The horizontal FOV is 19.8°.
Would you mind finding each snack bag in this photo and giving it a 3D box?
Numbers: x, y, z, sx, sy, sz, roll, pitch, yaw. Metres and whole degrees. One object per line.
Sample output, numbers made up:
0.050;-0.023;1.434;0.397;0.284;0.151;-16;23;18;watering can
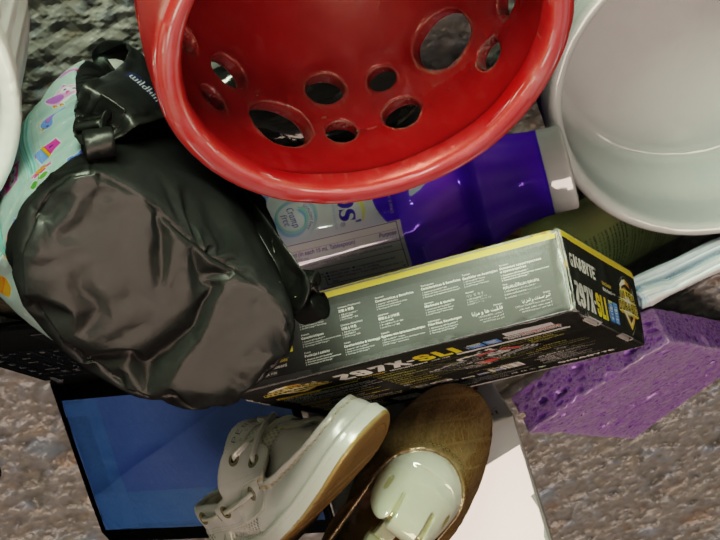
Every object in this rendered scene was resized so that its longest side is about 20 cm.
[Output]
0.171;0.016;1.286;0.200;0.021;0.189;-24;175;4;snack bag

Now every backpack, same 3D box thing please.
-0.121;-0.027;1.031;0.127;0.200;0.167;-41;119;7;backpack

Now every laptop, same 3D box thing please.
-0.137;0.097;1.227;0.177;0.104;0.200;-7;164;28;laptop

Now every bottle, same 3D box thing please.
0.018;-0.033;1.123;0.199;0.084;0.065;-13;136;7;bottle

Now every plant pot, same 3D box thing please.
-0.019;-0.163;0.987;0.200;0.183;0.201;-12;137;-11;plant pot

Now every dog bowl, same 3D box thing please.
0.195;-0.122;1.160;0.200;0.079;0.200;-5;126;-7;dog bowl

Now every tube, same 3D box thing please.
0.147;-0.021;1.272;0.200;0.052;0.058;-26;-177;-28;tube

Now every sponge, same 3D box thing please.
0.186;0.070;1.365;0.111;0.030;0.200;-36;160;19;sponge

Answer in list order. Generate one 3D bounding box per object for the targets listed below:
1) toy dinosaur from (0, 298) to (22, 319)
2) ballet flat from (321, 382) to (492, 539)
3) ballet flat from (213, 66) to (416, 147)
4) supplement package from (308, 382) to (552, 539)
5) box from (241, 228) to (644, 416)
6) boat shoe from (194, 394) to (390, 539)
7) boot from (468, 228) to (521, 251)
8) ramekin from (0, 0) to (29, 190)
-0.183;0.003;1.180;0.199;0.077;0.102;-2;153;-8;toy dinosaur
0.008;0.154;1.154;0.068;0.072;0.200;38;100;-4;ballet flat
-0.060;-0.089;1.161;0.199;0.067;0.057;-14;178;-4;ballet flat
0.042;0.136;1.294;0.121;0.200;0.120;-17;101;-2;supplement package
0.042;0.034;1.131;0.200;0.049;0.160;-15;165;19;box
-0.049;0.114;1.151;0.071;0.069;0.200;-37;172;-38;boat shoe
0.000;0.000;1.211;0.199;0.075;0.107;-10;158;9;boot
-0.254;-0.108;0.988;0.200;0.098;0.201;2;125;2;ramekin
